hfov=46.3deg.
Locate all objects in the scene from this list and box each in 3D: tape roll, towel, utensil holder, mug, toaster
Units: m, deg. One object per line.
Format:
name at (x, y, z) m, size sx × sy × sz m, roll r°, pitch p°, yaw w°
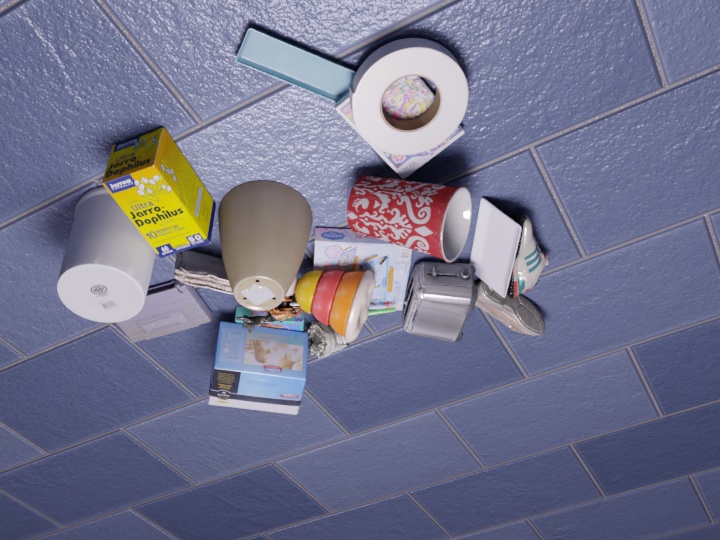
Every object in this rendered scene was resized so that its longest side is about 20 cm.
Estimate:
tape roll at (0.080, -0.287, 1.407) m, size 0.200 × 0.037 × 0.205 m, roll -6°, pitch 131°, yaw -7°
towel at (-0.272, 0.007, 1.673) m, size 0.198 × 0.133 × 0.035 m, roll 13°, pitch 107°, yaw -17°
utensil holder at (-0.466, -0.030, 1.573) m, size 0.167 × 0.202 × 0.171 m, roll -1°, pitch 136°, yaw -1°
mug at (0.094, -0.100, 1.541) m, size 0.198 × 0.135 × 0.177 m, roll 13°, pitch -176°, yaw 26°
toaster at (0.161, 0.067, 1.758) m, size 0.127 × 0.115 × 0.201 m, roll 8°, pitch 138°, yaw -5°

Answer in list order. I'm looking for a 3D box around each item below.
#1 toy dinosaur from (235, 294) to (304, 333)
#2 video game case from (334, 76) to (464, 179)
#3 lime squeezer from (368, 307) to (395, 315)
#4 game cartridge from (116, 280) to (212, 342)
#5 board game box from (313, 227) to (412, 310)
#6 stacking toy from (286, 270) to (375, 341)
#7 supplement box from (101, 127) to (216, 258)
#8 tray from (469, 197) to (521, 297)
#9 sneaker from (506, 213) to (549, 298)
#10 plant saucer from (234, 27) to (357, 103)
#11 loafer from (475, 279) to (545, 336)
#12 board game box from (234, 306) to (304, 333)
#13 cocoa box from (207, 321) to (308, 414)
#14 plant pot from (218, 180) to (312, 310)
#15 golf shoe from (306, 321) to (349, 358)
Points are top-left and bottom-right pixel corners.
toy dinosaur at (-0.180, 0.066, 1.735) m, size 0.134 × 0.103 × 0.200 m, roll -3°, pitch 156°, yaw 19°
video game case at (0.070, -0.263, 1.461) m, size 0.143 × 0.018 × 0.200 m, roll -36°, pitch 128°, yaw 18°
lime squeezer at (-0.025, 0.098, 1.778) m, size 0.198 × 0.038 × 0.070 m, roll -8°, pitch 163°, yaw 32°
game cartridge at (-0.434, 0.087, 1.818) m, size 0.198 × 0.039 × 0.130 m, roll -15°, pitch 139°, yaw 13°
board game box at (0.000, 0.000, 1.731) m, size 0.197 × 0.041 × 0.201 m, roll 3°, pitch 137°, yaw -4°
stacking toy at (-0.079, 0.046, 1.683) m, size 0.198 × 0.147 × 0.147 m, roll 18°, pitch 137°, yaw 9°
supplement box at (-0.360, -0.137, 1.529) m, size 0.108 × 0.110 × 0.201 m, roll -16°, pitch 134°, yaw 15°
tray at (0.269, -0.046, 1.667) m, size 0.022 × 0.107 × 0.201 m, roll -31°, pitch 145°, yaw -28°
sneaker at (0.334, -0.039, 1.696) m, size 0.092 × 0.070 × 0.202 m, roll -19°, pitch 131°, yaw -20°
plant saucer at (-0.103, -0.339, 1.393) m, size 0.198 × 0.019 × 0.070 m, roll 19°, pitch 133°, yaw -19°
loafer at (0.313, 0.082, 1.817) m, size 0.199 × 0.073 × 0.063 m, roll 34°, pitch 143°, yaw -23°
board game box at (-0.199, 0.163, 1.893) m, size 0.150 × 0.045 × 0.201 m, roll 2°, pitch 136°, yaw -2°
cocoa box at (-0.218, 0.210, 1.812) m, size 0.197 × 0.134 × 0.132 m, roll 8°, pitch 134°, yaw -9°
plant pot at (-0.183, -0.030, 1.581) m, size 0.185 × 0.202 × 0.189 m, roll -1°, pitch 137°, yaw -1°
golf shoe at (-0.061, 0.143, 1.816) m, size 0.096 × 0.079 × 0.200 m, roll -8°, pitch 179°, yaw -10°
